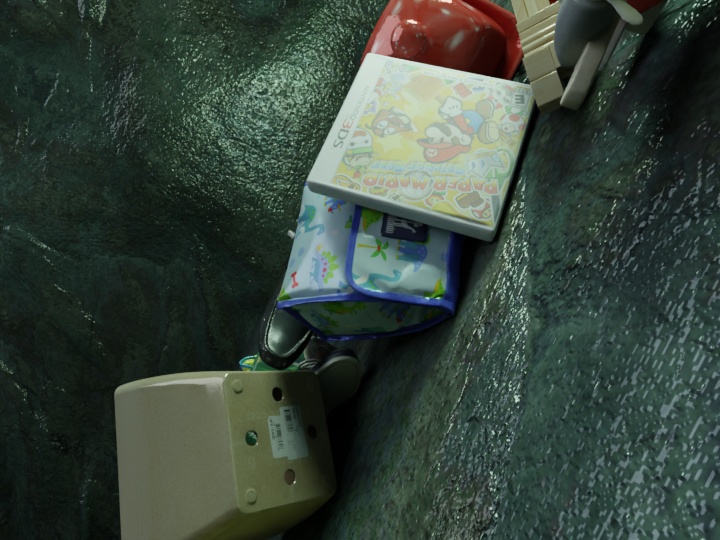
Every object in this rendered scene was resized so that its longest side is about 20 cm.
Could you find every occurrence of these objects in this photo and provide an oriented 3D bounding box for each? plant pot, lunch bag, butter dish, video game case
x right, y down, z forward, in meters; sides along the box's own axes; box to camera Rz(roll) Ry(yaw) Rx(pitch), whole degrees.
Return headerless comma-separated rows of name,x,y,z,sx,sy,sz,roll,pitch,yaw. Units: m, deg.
plant pot,-0.140,0.205,0.638,0.176,0.198,0.204,-29,64,37
lunch bag,0.021,-0.024,0.618,0.197,0.127,0.173,-7,60,32
butter dish,0.081,-0.271,0.710,0.202,0.198,0.147,-59,-20,16
video game case,0.066,-0.137,0.586,0.023,0.196,0.185,75,-145,-63

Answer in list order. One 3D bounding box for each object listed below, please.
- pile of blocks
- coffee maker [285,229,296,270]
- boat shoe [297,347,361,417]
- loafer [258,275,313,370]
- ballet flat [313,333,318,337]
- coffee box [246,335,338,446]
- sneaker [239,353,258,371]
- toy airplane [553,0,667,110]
pile of blocks,0.188,-0.207,0.527,0.061,0.082,0.202,-20,39,27
coffee maker,-0.094,0.003,1.203,0.200,0.131,0.197,-141,56,-80
boat shoe,-0.052,0.155,0.752,0.202,0.073,0.063,115,162,-44
loafer,-0.075,0.031,0.713,0.071,0.067,0.203,120,173,-48
ballet flat,-0.072,0.084,1.049,0.201,0.066,0.077,121,148,-47
coffee box,-0.119,0.189,0.855,0.203,0.122,0.044,-65,15,-17
sneaker,-0.168,0.221,0.975,0.203,0.129,0.080,-62,13,5
toy airplane,0.183,-0.225,0.363,0.200,0.139,0.202,-55,14,38
